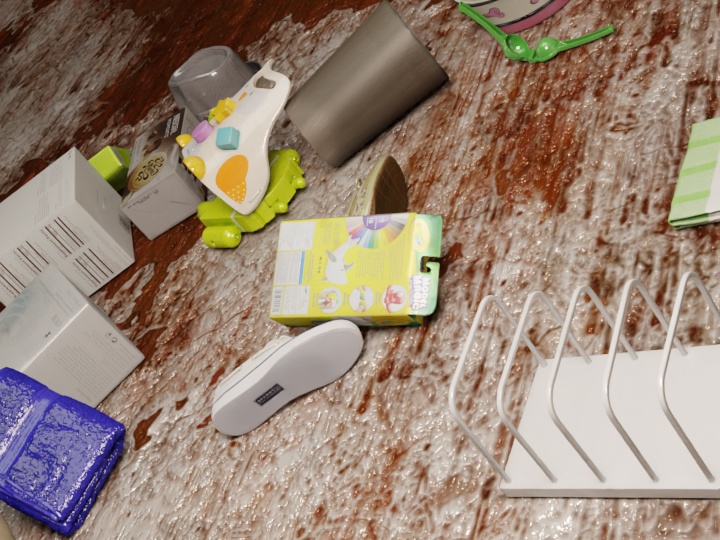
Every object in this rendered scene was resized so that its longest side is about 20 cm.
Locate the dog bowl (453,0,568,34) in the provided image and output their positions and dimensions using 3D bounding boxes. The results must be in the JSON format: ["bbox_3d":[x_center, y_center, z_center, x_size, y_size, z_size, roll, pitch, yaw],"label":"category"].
[{"bbox_3d":[0.223,-0.407,1.534,0.198,0.074,0.202,-27,35,21],"label":"dog bowl"}]

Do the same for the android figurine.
[{"bbox_3d":[-0.153,-0.107,1.587,0.198,0.041,0.183,0,49,49],"label":"android figurine"}]

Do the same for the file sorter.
[{"bbox_3d":[0.192,0.091,0.905,0.198,0.125,0.140,-9,44,39],"label":"file sorter"}]

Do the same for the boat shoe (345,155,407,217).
[{"bbox_3d":[0.005,-0.056,1.329,0.062,0.074,0.202,-11,43,33],"label":"boat shoe"}]

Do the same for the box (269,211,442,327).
[{"bbox_3d":[0.000,0.000,1.222,0.197,0.048,0.119,-2,73,28],"label":"box"}]

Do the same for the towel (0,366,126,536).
[{"bbox_3d":[-0.394,0.212,1.337,0.198,0.050,0.149,21,74,19],"label":"towel"}]

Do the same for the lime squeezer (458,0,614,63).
[{"bbox_3d":[0.222,-0.297,1.413,0.197,0.072,0.038,13,35,17],"label":"lime squeezer"}]

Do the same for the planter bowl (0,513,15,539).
[{"bbox_3d":[-0.457,0.356,1.248,0.198,0.135,0.202,-27,34,20],"label":"planter bowl"}]

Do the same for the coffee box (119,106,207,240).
[{"bbox_3d":[-0.304,-0.157,1.770,0.112,0.080,0.201,-29,34,19],"label":"coffee box"}]

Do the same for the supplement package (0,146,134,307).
[{"bbox_3d":[-0.480,-0.049,1.756,0.199,0.147,0.192,-35,32,8],"label":"supplement package"}]

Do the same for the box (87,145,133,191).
[{"bbox_3d":[-0.471,-0.133,1.894,0.199,0.048,0.122,-35,-3,8],"label":"box"}]

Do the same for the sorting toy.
[{"bbox_3d":[-0.161,-0.206,1.546,0.181,0.106,0.200,-52,27,10],"label":"sorting toy"}]

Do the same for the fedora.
[{"bbox_3d":[-0.264,-0.320,1.916,0.198,0.091,0.178,-8,44,41],"label":"fedora"}]

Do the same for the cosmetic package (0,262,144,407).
[{"bbox_3d":[-0.431,0.122,1.522,0.200,0.123,0.199,-47,33,-9],"label":"cosmetic package"}]

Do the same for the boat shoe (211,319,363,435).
[{"bbox_3d":[-0.087,0.103,1.229,0.198,0.074,0.066,-31,37,13],"label":"boat shoe"}]

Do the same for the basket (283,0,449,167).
[{"bbox_3d":[0.003,-0.247,1.510,0.199,0.136,0.180,-41,0,8],"label":"basket"}]

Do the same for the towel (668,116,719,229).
[{"bbox_3d":[0.393,-0.106,1.036,0.198,0.031,0.150,-11,39,41],"label":"towel"}]
